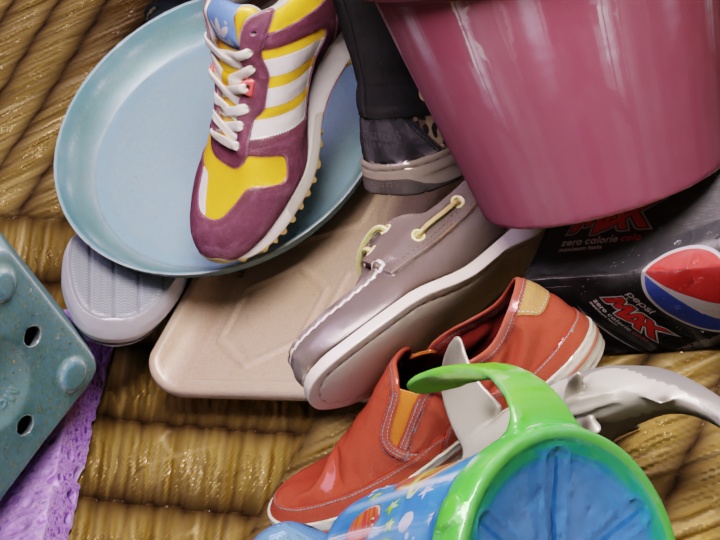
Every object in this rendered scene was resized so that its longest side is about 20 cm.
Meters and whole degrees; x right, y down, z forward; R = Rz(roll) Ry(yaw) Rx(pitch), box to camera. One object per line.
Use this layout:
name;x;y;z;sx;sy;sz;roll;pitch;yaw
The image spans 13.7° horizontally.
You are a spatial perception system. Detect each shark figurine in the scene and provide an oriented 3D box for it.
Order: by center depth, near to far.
shark figurine;0.122;0.078;1.408;0.214;0.089;0.128;-22;72;36

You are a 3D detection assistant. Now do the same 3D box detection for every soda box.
soda box;0.183;-0.007;1.449;0.200;0.063;0.071;-5;48;40

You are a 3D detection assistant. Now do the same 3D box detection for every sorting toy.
sorting toy;0.000;0.000;1.640;0.200;0.036;0.185;3;53;39

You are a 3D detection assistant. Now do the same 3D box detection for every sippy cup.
sippy cup;0.051;0.142;1.335;0.130;0.140;0.178;-13;45;50

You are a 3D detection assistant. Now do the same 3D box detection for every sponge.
sponge;-0.206;0.111;1.708;0.111;0.030;0.200;-18;40;26

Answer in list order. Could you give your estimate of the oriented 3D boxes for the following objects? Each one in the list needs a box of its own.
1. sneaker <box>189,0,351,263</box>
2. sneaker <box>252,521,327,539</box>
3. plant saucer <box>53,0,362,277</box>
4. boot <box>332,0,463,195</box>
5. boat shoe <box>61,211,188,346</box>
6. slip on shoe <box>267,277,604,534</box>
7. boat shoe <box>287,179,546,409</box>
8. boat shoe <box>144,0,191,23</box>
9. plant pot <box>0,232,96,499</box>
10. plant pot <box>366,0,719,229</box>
sneaker;-0.058;-0.105;1.600;0.075;0.090;0.200;19;86;44
sneaker;-0.023;0.181;1.411;0.078;0.090;0.200;-33;35;10
plant saucer;-0.077;-0.074;1.691;0.200;0.027;0.200;-10;54;13
boot;0.056;-0.144;1.601;0.073;0.151;0.200;7;32;46
boat shoe;-0.130;-0.006;1.733;0.073;0.067;0.200;6;35;2
slip on shoe;0.028;0.069;1.493;0.200;0.061;0.074;-35;18;23
boat shoe;0.035;-0.002;1.531;0.200;0.072;0.060;-36;68;-23
boat shoe;-0.051;-0.136;1.786;0.200;0.075;0.062;10;64;30
plant pot;-0.266;0.040;1.662;0.200;0.196;0.196;19;64;40
plant pot;0.098;-0.126;1.454;0.200;0.179;0.200;-16;14;4
